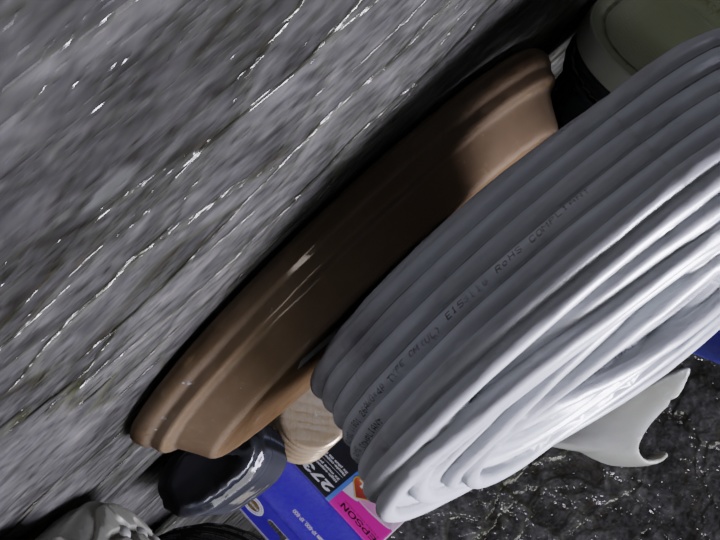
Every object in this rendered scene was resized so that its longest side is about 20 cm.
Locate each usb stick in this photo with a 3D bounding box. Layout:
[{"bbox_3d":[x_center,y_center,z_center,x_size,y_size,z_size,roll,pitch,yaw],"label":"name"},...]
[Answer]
[{"bbox_3d":[-0.061,0.092,1.014,0.055,0.033,0.200,-44,175,-4],"label":"usb stick"}]

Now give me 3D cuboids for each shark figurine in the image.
[{"bbox_3d":[0.057,0.028,1.053,0.128,0.214,0.090,-11,120,-21],"label":"shark figurine"}]

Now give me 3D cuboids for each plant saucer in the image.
[{"bbox_3d":[0.000,0.000,0.774,0.200,0.029,0.200,-42,175,-5],"label":"plant saucer"}]

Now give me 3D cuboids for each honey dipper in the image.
[{"bbox_3d":[-0.042,0.096,1.198,0.038,0.038,0.200,-42,177,-17],"label":"honey dipper"}]

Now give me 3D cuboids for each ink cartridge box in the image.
[{"bbox_3d":[-0.015,0.159,1.561,0.037,0.095,0.200,-46,174,25],"label":"ink cartridge box"}]

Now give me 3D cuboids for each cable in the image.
[{"bbox_3d":[0.074,0.004,0.732,0.200,0.069,0.200,-29,166,-30],"label":"cable"}]

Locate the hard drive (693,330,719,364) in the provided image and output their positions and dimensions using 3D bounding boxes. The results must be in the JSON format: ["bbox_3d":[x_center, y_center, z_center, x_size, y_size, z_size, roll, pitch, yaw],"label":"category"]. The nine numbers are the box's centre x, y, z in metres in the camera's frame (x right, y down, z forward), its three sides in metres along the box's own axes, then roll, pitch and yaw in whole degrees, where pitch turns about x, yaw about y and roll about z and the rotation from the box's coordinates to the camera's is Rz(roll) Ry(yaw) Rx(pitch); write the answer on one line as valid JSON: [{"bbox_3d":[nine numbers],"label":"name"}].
[{"bbox_3d":[0.176,-0.016,0.926,0.025,0.133,0.200,-14,-159,-29],"label":"hard drive"}]

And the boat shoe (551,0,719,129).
[{"bbox_3d":[0.137,-0.084,0.859,0.199,0.075,0.066,-33,164,-49],"label":"boat shoe"}]

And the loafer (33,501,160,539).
[{"bbox_3d":[-0.109,0.128,0.784,0.070,0.070,0.200,-37,170,7],"label":"loafer"}]

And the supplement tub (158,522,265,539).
[{"bbox_3d":[-0.102,0.208,1.142,0.123,0.123,0.200,-45,175,13],"label":"supplement tub"}]
